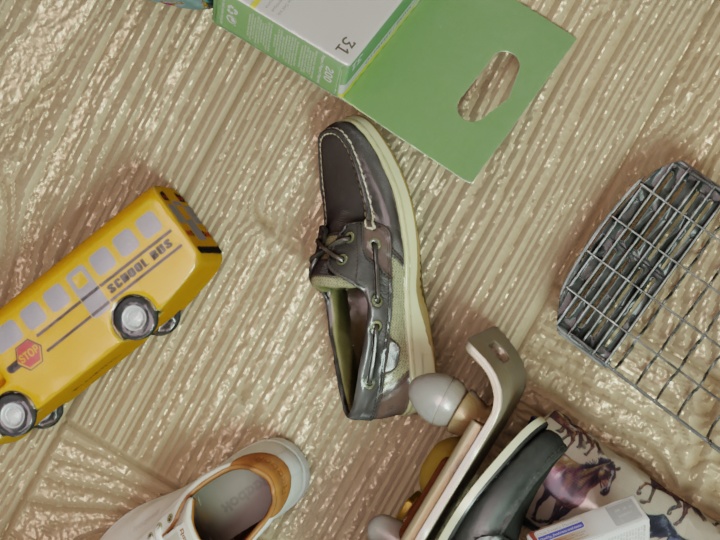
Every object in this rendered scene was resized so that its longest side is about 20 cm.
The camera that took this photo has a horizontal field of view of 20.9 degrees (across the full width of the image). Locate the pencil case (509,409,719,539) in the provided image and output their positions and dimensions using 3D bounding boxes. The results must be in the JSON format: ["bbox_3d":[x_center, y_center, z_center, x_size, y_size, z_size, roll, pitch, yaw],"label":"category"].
[{"bbox_3d":[0.175,0.172,1.249,0.200,0.089,0.078,35,69,7],"label":"pencil case"}]

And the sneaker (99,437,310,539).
[{"bbox_3d":[-0.127,0.182,1.300,0.200,0.085,0.073,-41,86,11],"label":"sneaker"}]

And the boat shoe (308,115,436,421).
[{"bbox_3d":[0.000,0.000,1.270,0.065,0.073,0.201,-13,88,-29],"label":"boat shoe"}]

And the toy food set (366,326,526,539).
[{"bbox_3d":[0.035,0.130,1.239,0.060,0.143,0.200,32,97,8],"label":"toy food set"}]

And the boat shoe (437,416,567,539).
[{"bbox_3d":[0.068,0.182,1.180,0.063,0.074,0.202,33,85,16],"label":"boat shoe"}]

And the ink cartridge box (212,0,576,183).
[{"bbox_3d":[0.026,-0.166,1.249,0.200,0.048,0.146,32,63,10],"label":"ink cartridge box"}]

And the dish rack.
[{"bbox_3d":[0.232,0.034,1.248,0.200,0.055,0.154,37,96,9],"label":"dish rack"}]

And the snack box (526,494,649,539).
[{"bbox_3d":[0.140,0.221,1.206,0.072,0.200,0.024,-18,45,-14],"label":"snack box"}]

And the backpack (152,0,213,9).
[{"bbox_3d":[-0.133,-0.236,1.232,0.166,0.200,0.127,15,94,9],"label":"backpack"}]

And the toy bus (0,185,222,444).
[{"bbox_3d":[-0.187,0.034,1.316,0.200,0.065,0.078,-38,84,9],"label":"toy bus"}]
